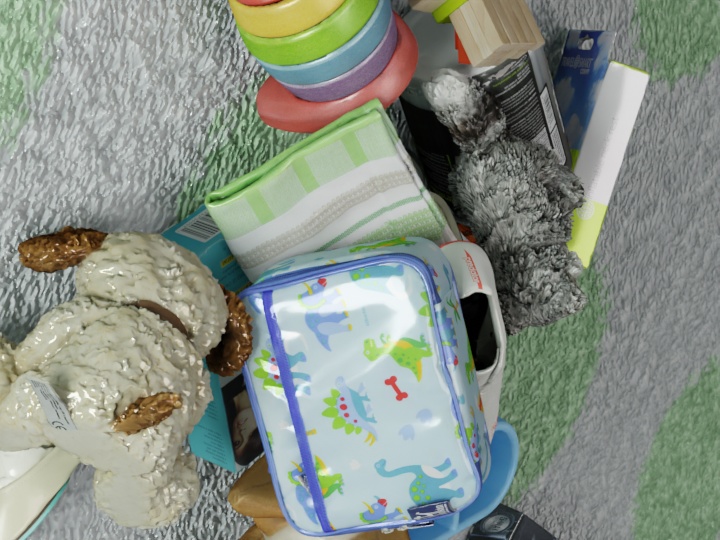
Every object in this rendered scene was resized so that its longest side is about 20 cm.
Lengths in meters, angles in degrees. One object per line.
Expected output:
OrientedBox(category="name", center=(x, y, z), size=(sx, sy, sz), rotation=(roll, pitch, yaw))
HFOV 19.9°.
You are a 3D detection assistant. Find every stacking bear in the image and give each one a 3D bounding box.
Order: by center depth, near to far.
OrientedBox(category="stacking bear", center=(-0.048, -0.201, 1.428), size=(0.121, 0.114, 0.200), rotation=(-56, 138, -19))

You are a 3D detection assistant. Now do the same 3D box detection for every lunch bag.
OrientedBox(category="lunch bag", center=(0.000, 0.085, 1.449), size=(0.082, 0.161, 0.200), rotation=(-47, 127, -71))

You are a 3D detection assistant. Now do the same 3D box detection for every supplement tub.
OrientedBox(category="supplement tub", center=(0.101, -0.119, 1.662), size=(0.123, 0.123, 0.200), rotation=(-49, 141, -27))

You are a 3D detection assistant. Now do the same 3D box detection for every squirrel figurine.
OrientedBox(category="squirrel figurine", center=(-0.041, 0.216, 1.603), size=(0.200, 0.141, 0.187), rotation=(-56, 176, -49))

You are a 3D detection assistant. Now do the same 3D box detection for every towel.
OrientedBox(category="towel", center=(-0.012, -0.021, 1.496), size=(0.149, 0.031, 0.200), rotation=(-32, 138, -1))

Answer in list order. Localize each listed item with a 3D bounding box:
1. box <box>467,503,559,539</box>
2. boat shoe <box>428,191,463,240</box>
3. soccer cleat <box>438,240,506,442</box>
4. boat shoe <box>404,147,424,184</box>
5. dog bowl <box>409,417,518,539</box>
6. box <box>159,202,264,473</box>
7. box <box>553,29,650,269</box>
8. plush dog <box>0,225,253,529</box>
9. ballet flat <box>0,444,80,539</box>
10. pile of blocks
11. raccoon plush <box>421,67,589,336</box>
OrientedBox(category="box", center=(0.146, 0.329, 2.010), size=(0.160, 0.044, 0.200), rotation=(-62, 144, -10))
OrientedBox(category="boat shoe", center=(0.055, 0.034, 1.616), size=(0.068, 0.072, 0.200), rotation=(-84, 164, -79))
OrientedBox(category="soccer cleat", center=(0.076, 0.073, 1.526), size=(0.069, 0.085, 0.200), rotation=(-7, 121, -11))
OrientedBox(category="boat shoe", center=(0.001, 0.000, 1.635), size=(0.065, 0.074, 0.202), rotation=(3, 101, -47))
OrientedBox(category="dog bowl", center=(0.069, 0.185, 1.818), size=(0.200, 0.050, 0.112), rotation=(-23, 124, -47))
OrientedBox(category="box", center=(-0.098, 0.048, 1.540), size=(0.082, 0.049, 0.200), rotation=(-38, 134, -36))
OrientedBox(category="box", center=(0.188, -0.107, 1.787), size=(0.048, 0.122, 0.200), rotation=(17, 93, -16))
OrientedBox(category="plush dog", center=(-0.153, 0.049, 1.352), size=(0.200, 0.160, 0.172), rotation=(31, 51, -22))
OrientedBox(category="ballet flat", center=(-0.217, 0.116, 1.415), size=(0.200, 0.069, 0.069), rotation=(-48, 139, -31))
OrientedBox(category="pile of blocks", center=(0.052, -0.230, 1.549), size=(0.200, 0.062, 0.082), rotation=(51, 37, -6))
OrientedBox(category="raccoon plush", center=(0.098, -0.040, 1.557), size=(0.200, 0.097, 0.134), rotation=(37, 35, -32))
